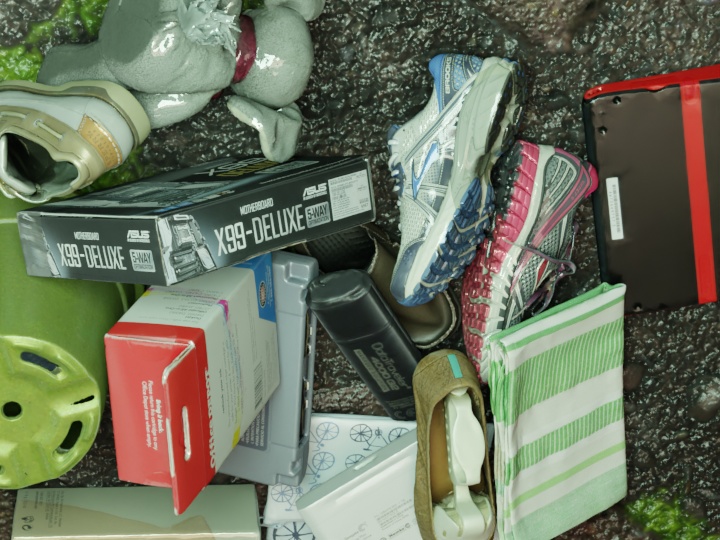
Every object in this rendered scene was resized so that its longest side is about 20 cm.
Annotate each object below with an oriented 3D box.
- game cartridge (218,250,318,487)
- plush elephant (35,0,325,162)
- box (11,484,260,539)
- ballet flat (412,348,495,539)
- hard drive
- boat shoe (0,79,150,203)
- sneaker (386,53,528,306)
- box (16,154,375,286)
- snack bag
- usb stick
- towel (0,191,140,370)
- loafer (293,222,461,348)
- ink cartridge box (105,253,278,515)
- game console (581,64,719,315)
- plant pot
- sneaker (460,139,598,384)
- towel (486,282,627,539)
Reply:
[{"bbox_3d":[-0.102,0.068,1.412,0.133,0.041,0.200,11,117,13],"label":"game cartridge"},{"bbox_3d":[-0.102,-0.163,1.274,0.155,0.200,0.165,18,91,-42],"label":"plush elephant"},{"bbox_3d":[-0.183,0.234,1.483,0.200,0.078,0.095,-2,114,-6],"label":"box"},{"bbox_3d":[0.079,0.161,1.410,0.068,0.072,0.200,-8,110,-13],"label":"ballet flat"},{"bbox_3d":[0.053,0.235,1.485,0.132,0.027,0.200,-31,111,2],"label":"hard drive"},{"bbox_3d":[-0.234,-0.089,1.269,0.075,0.200,0.068,54,55,-23],"label":"boat shoe"},{"bbox_3d":[0.058,-0.072,1.366,0.085,0.077,0.200,23,94,25],"label":"sneaker"},{"bbox_3d":[-0.113,-0.038,1.264,0.200,0.158,0.050,-19,106,-43],"label":"box"},{"bbox_3d":[0.008,0.211,1.526,0.188,0.021,0.200,4,114,-9],"label":"snack bag"},{"bbox_3d":[0.014,0.061,1.406,0.055,0.033,0.200,-16,143,13],"label":"usb stick"},{"bbox_3d":[-0.276,0.022,1.406,0.200,0.024,0.147,-43,113,13],"label":"towel"},{"bbox_3d":[0.000,0.000,1.400,0.200,0.071,0.073,39,105,-20],"label":"loafer"},{"bbox_3d":[-0.123,0.073,1.275,0.067,0.200,0.116,5,115,16],"label":"ink cartridge box"},{"bbox_3d":[0.271,-0.065,1.430,0.177,0.031,0.200,-8,114,4],"label":"game console"},{"bbox_3d":[-0.251,0.059,1.310,0.200,0.190,0.200,-4,116,-9],"label":"plant pot"},{"bbox_3d":[0.129,0.000,1.411,0.075,0.081,0.200,10,113,-13],"label":"sneaker"},{"bbox_3d":[0.162,0.120,1.441,0.152,0.023,0.200,-23,119,-36],"label":"towel"}]
